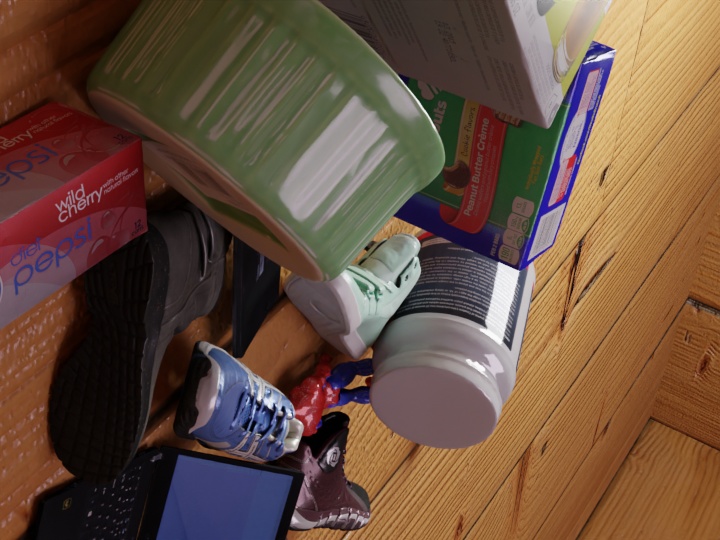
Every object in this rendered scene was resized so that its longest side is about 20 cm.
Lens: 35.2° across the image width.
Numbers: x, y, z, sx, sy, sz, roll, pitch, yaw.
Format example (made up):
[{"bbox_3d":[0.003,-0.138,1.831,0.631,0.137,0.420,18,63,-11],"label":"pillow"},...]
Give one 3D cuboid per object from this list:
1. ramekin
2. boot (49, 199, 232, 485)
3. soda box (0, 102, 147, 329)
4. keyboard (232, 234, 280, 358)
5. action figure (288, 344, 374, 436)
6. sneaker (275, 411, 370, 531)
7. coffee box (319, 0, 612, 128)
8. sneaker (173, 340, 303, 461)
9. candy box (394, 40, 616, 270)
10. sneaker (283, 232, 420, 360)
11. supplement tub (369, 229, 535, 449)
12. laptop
[{"bbox_3d":[-0.059,-0.082,0.650,0.098,0.200,0.200,-52,155,-9],"label":"ramekin"},{"bbox_3d":[-0.136,0.042,0.774,0.131,0.068,0.200,-30,141,-63],"label":"boot"},{"bbox_3d":[-0.198,-0.012,0.569,0.200,0.070,0.063,-42,147,-43],"label":"soda box"},{"bbox_3d":[-0.071,-0.029,0.860,0.200,0.021,0.127,101,14,-53],"label":"keyboard"},{"bbox_3d":[-0.029,0.115,1.094,0.200,0.052,0.066,-18,125,-61],"label":"action figure"},{"bbox_3d":[-0.025,0.200,1.159,0.200,0.076,0.116,19,93,-67],"label":"sneaker"},{"bbox_3d":[0.063,-0.247,0.732,0.198,0.200,0.200,-62,158,-9],"label":"coffee box"},{"bbox_3d":[-0.090,0.103,0.865,0.200,0.077,0.076,67,37,-76],"label":"sneaker"},{"bbox_3d":[0.071,-0.120,0.880,0.077,0.200,0.169,-27,136,-54],"label":"candy box"},{"bbox_3d":[0.000,0.000,1.004,0.118,0.074,0.200,-54,165,-10],"label":"sneaker"},{"bbox_3d":[0.091,0.059,1.120,0.140,0.140,0.200,89,15,-46],"label":"supplement tub"},{"bbox_3d":[-0.156,0.237,0.869,0.200,0.103,0.177,-18,129,-60],"label":"laptop"}]
